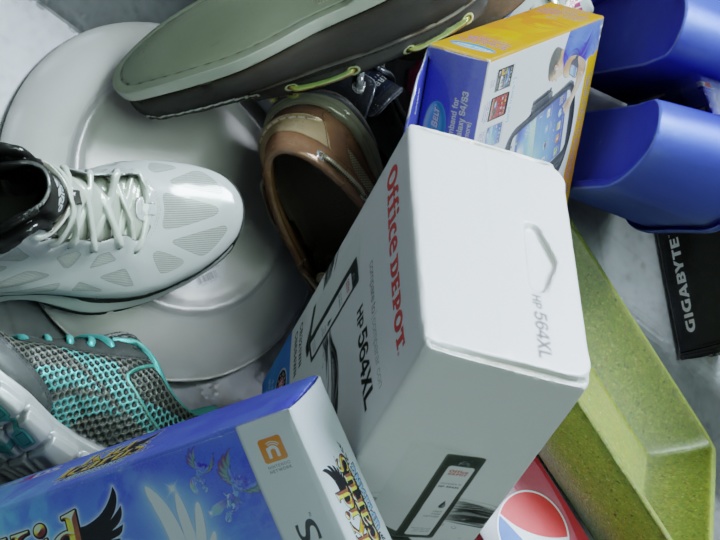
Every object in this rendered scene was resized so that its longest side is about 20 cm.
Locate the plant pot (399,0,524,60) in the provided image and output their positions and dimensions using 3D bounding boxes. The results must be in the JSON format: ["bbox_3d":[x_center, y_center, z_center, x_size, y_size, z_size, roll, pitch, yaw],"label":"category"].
[{"bbox_3d":[0.022,-0.221,1.007,0.175,0.199,0.201,53,54,-23],"label":"plant pot"}]

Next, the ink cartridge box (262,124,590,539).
[{"bbox_3d":[0.024,0.053,0.868,0.084,0.201,0.147,14,42,-17],"label":"ink cartridge box"}]

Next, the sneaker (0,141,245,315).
[{"bbox_3d":[-0.136,-0.020,0.862,0.199,0.115,0.076,-9,85,-25],"label":"sneaker"}]

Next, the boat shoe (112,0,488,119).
[{"bbox_3d":[-0.030,-0.120,0.935,0.072,0.200,0.061,-101,165,-47],"label":"boat shoe"}]

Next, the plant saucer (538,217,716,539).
[{"bbox_3d":[0.136,0.076,1.050,0.200,0.048,0.200,56,20,-10],"label":"plant saucer"}]

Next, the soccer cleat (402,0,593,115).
[{"bbox_3d":[0.089,-0.140,1.083,0.070,0.086,0.201,56,48,-46],"label":"soccer cleat"}]

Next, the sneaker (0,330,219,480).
[{"bbox_3d":[-0.144,0.061,0.888,0.200,0.077,0.092,43,52,-30],"label":"sneaker"}]

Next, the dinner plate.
[{"bbox_3d":[-0.100,-0.041,0.972,0.199,0.024,0.202,9,74,-33],"label":"dinner plate"}]

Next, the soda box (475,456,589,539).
[{"bbox_3d":[0.096,0.180,0.995,0.063,0.070,0.201,-26,80,-35],"label":"soda box"}]

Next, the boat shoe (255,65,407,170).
[{"bbox_3d":[-0.008,-0.095,1.013,0.201,0.067,0.072,60,38,-11],"label":"boat shoe"}]

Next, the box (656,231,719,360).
[{"bbox_3d":[0.264,-0.060,1.126,0.049,0.198,0.202,-1,79,-37],"label":"box"}]

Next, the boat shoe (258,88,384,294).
[{"bbox_3d":[0.000,0.000,0.981,0.201,0.075,0.072,57,26,-18],"label":"boat shoe"}]

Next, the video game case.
[{"bbox_3d":[-0.073,0.164,0.821,0.183,0.199,0.045,66,23,-8],"label":"video game case"}]

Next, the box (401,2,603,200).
[{"bbox_3d":[0.074,-0.072,0.977,0.200,0.041,0.120,-32,135,-60],"label":"box"}]

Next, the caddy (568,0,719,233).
[{"bbox_3d":[0.190,-0.096,1.089,0.104,0.200,0.143,15,86,-20],"label":"caddy"}]
